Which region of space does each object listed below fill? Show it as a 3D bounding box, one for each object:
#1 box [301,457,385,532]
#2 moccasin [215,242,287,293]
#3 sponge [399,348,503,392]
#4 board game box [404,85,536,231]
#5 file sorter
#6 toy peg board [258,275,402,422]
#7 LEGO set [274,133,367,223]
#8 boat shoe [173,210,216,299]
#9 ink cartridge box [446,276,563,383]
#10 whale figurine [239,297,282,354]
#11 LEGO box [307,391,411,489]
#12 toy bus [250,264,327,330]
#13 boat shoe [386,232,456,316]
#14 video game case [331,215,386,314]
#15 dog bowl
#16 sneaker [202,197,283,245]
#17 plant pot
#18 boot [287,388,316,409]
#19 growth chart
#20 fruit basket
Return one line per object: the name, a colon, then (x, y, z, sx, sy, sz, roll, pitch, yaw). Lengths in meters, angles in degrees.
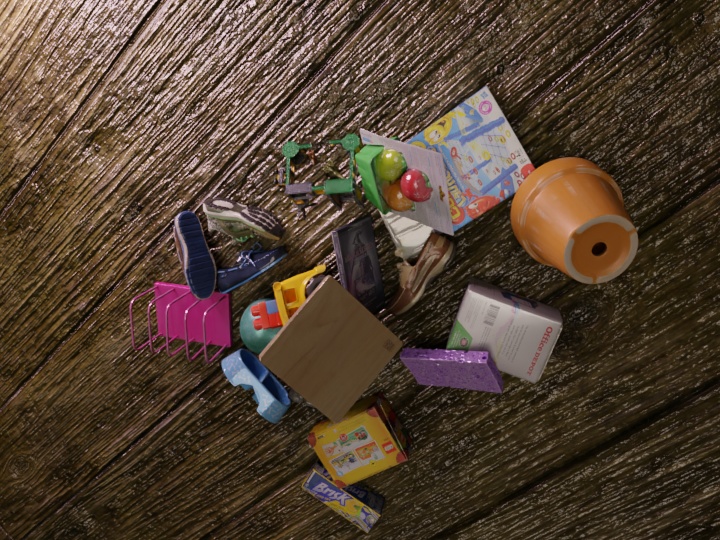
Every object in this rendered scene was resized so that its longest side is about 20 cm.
box: (-0.042, 0.551, 1.322, 0.198, 0.064, 0.071, 34, 110, 3)
moccasin: (-0.257, -0.012, 1.205, 0.198, 0.080, 0.069, -27, 94, 18)
sponge: (0.191, 0.209, 1.128, 0.197, 0.030, 0.112, -3, 137, 34)
board game box: (0.210, -0.212, 1.037, 0.194, 0.056, 0.202, -32, 96, 15)
file sorter: (-0.420, 0.125, 1.255, 0.196, 0.126, 0.142, 7, 110, 12)
toy peg board: (-0.060, 0.142, 1.031, 0.199, 0.098, 0.201, 42, 88, -16)
LEGO set: (-0.068, -0.192, 1.111, 0.196, 0.116, 0.157, -11, 74, 12)
boat shoe: (-0.383, -0.032, 1.233, 0.072, 0.071, 0.204, -9, 91, 56)
ink cartridge box: (0.294, 0.123, 1.104, 0.197, 0.088, 0.148, 20, 111, 9)
whale figurine: (-0.181, 0.144, 1.200, 0.198, 0.104, 0.161, 29, 90, 12)
LEGO box: (-0.002, 0.402, 1.261, 0.198, 0.077, 0.150, -29, 97, 19)
toy bus: (-0.127, 0.109, 1.126, 0.189, 0.136, 0.203, -15, 82, -11)
boat shoe: (0.115, 0.004, 1.117, 0.073, 0.076, 0.201, 36, 108, -7)
video game case: (0.000, 0.000, 1.112, 0.019, 0.142, 0.204, -1, 106, 31)
dog bowl: (-0.242, 0.269, 1.270, 0.049, 0.112, 0.200, -41, 93, 7)
sneaker: (-0.261, -0.096, 1.195, 0.197, 0.077, 0.090, 21, 123, 13)
plant pot: (0.387, -0.075, 0.946, 0.196, 0.184, 0.203, 0, 118, -1)
boot: (-0.078, 0.268, 1.256, 0.197, 0.068, 0.133, 10, 113, 19)
growth chart: (0.108, -0.118, 1.118, 0.143, 0.018, 0.203, -19, 100, 17)
fruit basket: (0.090, -0.169, 1.006, 0.198, 0.094, 0.187, 21, 145, 35)
